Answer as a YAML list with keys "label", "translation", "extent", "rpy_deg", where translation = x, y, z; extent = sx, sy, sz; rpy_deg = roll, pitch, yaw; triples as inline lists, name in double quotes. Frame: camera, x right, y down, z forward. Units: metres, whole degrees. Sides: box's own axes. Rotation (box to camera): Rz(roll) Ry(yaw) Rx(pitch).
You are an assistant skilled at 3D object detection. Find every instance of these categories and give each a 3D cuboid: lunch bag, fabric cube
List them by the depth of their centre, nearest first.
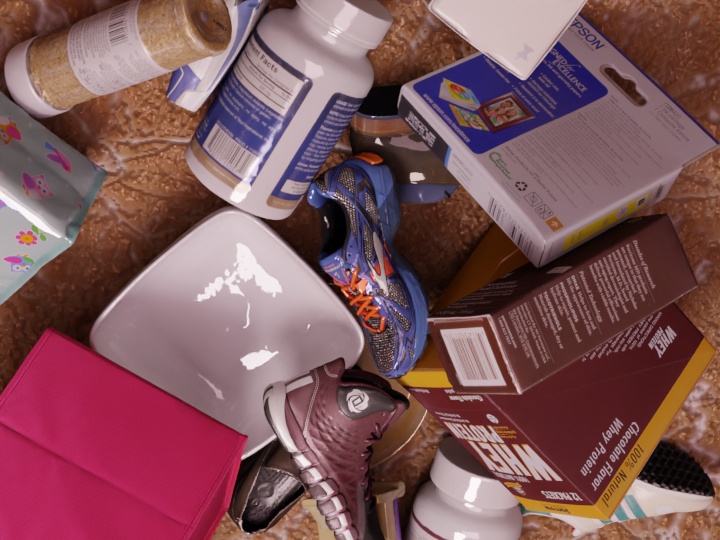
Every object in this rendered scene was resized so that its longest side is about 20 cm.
- label: "lunch bag"
  translation: [-0.348, -0.055, 1.359]
  extent: [0.170, 0.122, 0.200]
  rpy_deg: [40, 128, -21]
- label: "fabric cube"
  translation: [-0.235, 0.206, 1.366]
  extent: [0.199, 0.196, 0.200]
  rpy_deg: [27, 61, 5]

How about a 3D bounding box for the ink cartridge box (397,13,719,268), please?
- label: "ink cartridge box"
  translation: [0.167, -0.119, 1.344]
  extent: [0.200, 0.198, 0.047]
  rpy_deg: [-25, 149, -27]

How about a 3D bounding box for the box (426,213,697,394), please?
- label: "box"
  translation: [0.165, 0.027, 1.285]
  extent: [0.200, 0.100, 0.075]
  rpy_deg: [-26, 99, -27]

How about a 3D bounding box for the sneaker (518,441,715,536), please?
- label: "sneaker"
  translation: [0.248, 0.220, 1.564]
  extent: [0.199, 0.070, 0.094]
  rpy_deg: [8, 127, -11]

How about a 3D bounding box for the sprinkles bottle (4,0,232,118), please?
- label: "sprinkles bottle"
  translation: [-0.203, -0.184, 1.312]
  extent: [0.199, 0.068, 0.068]
  rpy_deg: [-14, 114, 31]

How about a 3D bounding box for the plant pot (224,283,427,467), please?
- label: "plant pot"
  translation: [-0.030, 0.102, 1.503]
  extent: [0.199, 0.028, 0.201]
  rpy_deg: [-2, 111, -6]

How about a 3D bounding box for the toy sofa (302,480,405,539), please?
- label: "toy sofa"
  translation: [0.011, 0.303, 1.501]
  extent: [0.083, 0.098, 0.201]
  rpy_deg: [-7, 87, 26]

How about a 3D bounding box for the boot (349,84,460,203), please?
- label: "boot"
  translation: [0.087, -0.113, 1.424]
  extent: [0.199, 0.075, 0.097]
  rpy_deg: [1, 126, -4]

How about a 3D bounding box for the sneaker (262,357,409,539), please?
- label: "sneaker"
  translation: [0.006, 0.166, 1.397]
  extent: [0.115, 0.076, 0.200]
  rpy_deg: [-29, 106, 1]

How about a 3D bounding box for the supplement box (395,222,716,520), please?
- label: "supplement box"
  translation: [0.173, 0.082, 1.418]
  extent: [0.200, 0.133, 0.197]
  rpy_deg: [45, 68, -18]

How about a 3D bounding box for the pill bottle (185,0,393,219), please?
- label: "pill bottle"
  translation: [-0.058, -0.153, 1.354]
  extent: [0.111, 0.111, 0.200]
  rpy_deg: [28, 110, -15]

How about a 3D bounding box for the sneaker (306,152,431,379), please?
- label: "sneaker"
  translation: [0.000, 0.000, 1.377]
  extent: [0.078, 0.075, 0.201]
  rpy_deg: [-13, 85, -37]

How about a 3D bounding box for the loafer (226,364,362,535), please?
- label: "loafer"
  translation: [-0.054, 0.174, 1.474]
  extent: [0.073, 0.071, 0.200]
  rpy_deg: [29, 105, -15]

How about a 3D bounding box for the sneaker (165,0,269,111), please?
- label: "sneaker"
  translation: [-0.134, -0.248, 1.344]
  extent: [0.115, 0.081, 0.200]
  rpy_deg: [29, 112, -1]

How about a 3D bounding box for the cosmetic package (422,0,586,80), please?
- label: "cosmetic package"
  translation: [0.106, -0.237, 1.299]
  extent: [0.103, 0.200, 0.087]
  rpy_deg: [35, 103, -16]

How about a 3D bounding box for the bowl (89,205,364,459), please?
- label: "bowl"
  translation: [-0.120, 0.053, 1.422]
  extent: [0.200, 0.075, 0.200]
  rpy_deg: [-41, 109, 8]

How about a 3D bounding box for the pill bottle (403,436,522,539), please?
- label: "pill bottle"
  translation: [0.095, 0.270, 1.534]
  extent: [0.109, 0.110, 0.201]
  rpy_deg: [11, 109, -10]
